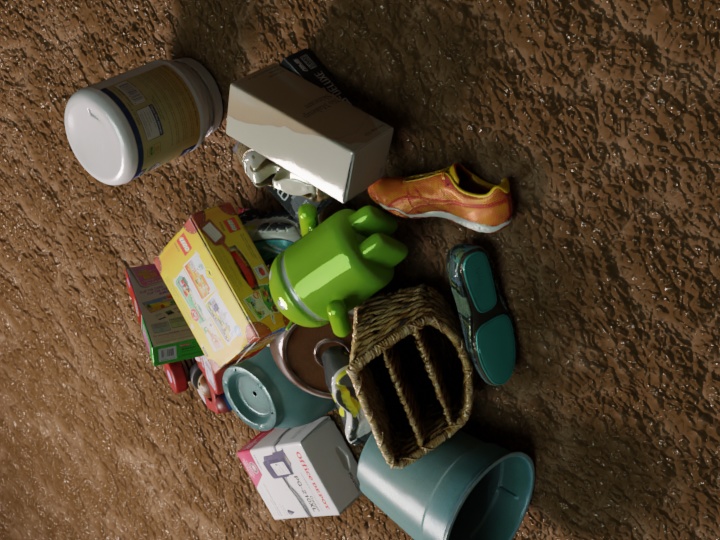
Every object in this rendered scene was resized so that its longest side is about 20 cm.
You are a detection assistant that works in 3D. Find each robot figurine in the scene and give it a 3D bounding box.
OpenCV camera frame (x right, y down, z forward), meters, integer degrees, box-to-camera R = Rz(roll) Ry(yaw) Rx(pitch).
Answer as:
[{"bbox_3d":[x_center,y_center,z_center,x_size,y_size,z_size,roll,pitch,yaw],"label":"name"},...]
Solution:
[{"bbox_3d":[-0.037,-0.002,1.262,0.199,0.115,0.177,-33,61,25],"label":"robot figurine"}]

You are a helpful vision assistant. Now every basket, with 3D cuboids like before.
[{"bbox_3d":[0.078,0.142,1.277,0.141,0.149,0.201,-13,122,12],"label":"basket"}]

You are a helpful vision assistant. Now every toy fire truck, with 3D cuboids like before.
[{"bbox_3d":[-0.264,0.158,1.632,0.168,0.111,0.202,45,146,51],"label":"toy fire truck"}]

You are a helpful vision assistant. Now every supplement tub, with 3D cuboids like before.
[{"bbox_3d":[-0.313,-0.224,1.406,0.144,0.200,0.145,23,130,31],"label":"supplement tub"}]

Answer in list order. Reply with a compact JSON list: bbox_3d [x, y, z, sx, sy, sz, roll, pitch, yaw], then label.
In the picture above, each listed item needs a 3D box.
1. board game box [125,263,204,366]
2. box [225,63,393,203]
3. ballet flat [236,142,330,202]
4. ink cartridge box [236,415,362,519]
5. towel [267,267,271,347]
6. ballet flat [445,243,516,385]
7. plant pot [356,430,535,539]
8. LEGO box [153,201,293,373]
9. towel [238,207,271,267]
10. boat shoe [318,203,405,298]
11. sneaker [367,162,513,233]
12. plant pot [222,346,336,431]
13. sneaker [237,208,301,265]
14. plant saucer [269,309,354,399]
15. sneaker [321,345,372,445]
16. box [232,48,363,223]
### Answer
[{"bbox_3d":[-0.281,0.058,1.538,0.200,0.152,0.041,-122,29,-45],"label":"board game box"},{"bbox_3d":[-0.066,-0.176,1.213,0.199,0.095,0.078,31,133,21],"label":"box"},{"bbox_3d":[-0.109,-0.137,1.296,0.199,0.065,0.071,15,128,35],"label":"ballet flat"},{"bbox_3d":[-0.102,0.345,1.663,0.199,0.084,0.146,-20,101,48],"label":"ink cartridge box"},{"bbox_3d":[-0.078,0.068,1.440,0.198,0.035,0.134,8,120,9],"label":"towel"},{"bbox_3d":[0.156,0.054,1.258,0.074,0.074,0.202,5,117,41],"label":"ballet flat"},{"bbox_3d":[0.112,0.305,1.369,0.195,0.199,0.202,27,132,39],"label":"plant pot"},{"bbox_3d":[-0.201,0.027,1.400,0.149,0.077,0.201,-38,80,47],"label":"LEGO box"},{"bbox_3d":[-0.107,-0.015,1.483,0.199,0.022,0.146,16,125,36],"label":"towel"},{"bbox_3d":[0.000,0.000,1.360,0.201,0.073,0.063,60,146,2],"label":"boat shoe"},{"bbox_3d":[0.100,-0.103,1.202,0.198,0.073,0.078,9,119,27],"label":"sneaker"},{"bbox_3d":[-0.137,0.174,1.549,0.199,0.134,0.202,23,130,32],"label":"plant pot"},{"bbox_3d":[-0.157,-0.042,1.450,0.199,0.077,0.080,6,125,43],"label":"sneaker"},{"bbox_3d":[-0.039,0.117,1.420,0.198,0.032,0.202,2,121,3],"label":"plant saucer"},{"bbox_3d":[-0.006,0.179,1.398,0.201,0.074,0.085,77,168,-50],"label":"sneaker"},{"bbox_3d":[-0.078,-0.179,1.327,0.158,0.050,0.200,49,138,6],"label":"box"}]
